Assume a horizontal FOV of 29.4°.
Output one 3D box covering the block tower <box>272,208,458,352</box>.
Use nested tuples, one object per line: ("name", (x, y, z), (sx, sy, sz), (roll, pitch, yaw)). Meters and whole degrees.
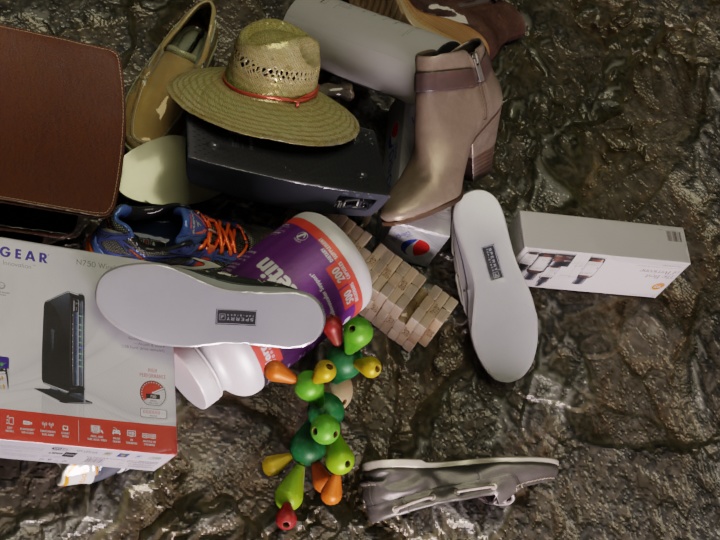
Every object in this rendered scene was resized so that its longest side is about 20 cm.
("block tower", (0.000, 0.000, 1.399), (0.200, 0.058, 0.054), (36, 54, 4))

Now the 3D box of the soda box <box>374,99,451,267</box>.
("soda box", (0.062, -0.108, 1.481), (0.063, 0.068, 0.201), (15, 56, -13))

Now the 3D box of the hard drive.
("hard drive", (-0.077, -0.111, 1.344), (0.199, 0.042, 0.135), (10, 35, -16))

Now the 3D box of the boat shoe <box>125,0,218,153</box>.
("boat shoe", (-0.197, -0.205, 1.432), (0.071, 0.076, 0.201), (20, 56, -9))

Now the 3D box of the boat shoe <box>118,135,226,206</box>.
("boat shoe", (-0.161, -0.103, 1.396), (0.201, 0.063, 0.074), (-18, 85, -30))

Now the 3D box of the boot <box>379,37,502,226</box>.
("boot", (0.075, -0.146, 1.378), (0.070, 0.147, 0.200), (8, 28, 35))

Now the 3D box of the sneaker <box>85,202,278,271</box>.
("sneaker", (-0.163, -0.026, 1.337), (0.199, 0.079, 0.076), (0, 61, -21))

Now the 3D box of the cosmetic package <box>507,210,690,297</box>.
("cosmetic package", (0.249, -0.015, 1.490), (0.199, 0.083, 0.051), (5, 61, -18))

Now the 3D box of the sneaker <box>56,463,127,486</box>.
("sneaker", (-0.274, 0.097, 1.220), (0.079, 0.078, 0.201), (-20, 71, -36))

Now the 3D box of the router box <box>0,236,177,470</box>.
("router box", (-0.258, 0.070, 1.163), (0.199, 0.049, 0.180), (9, 62, -30))

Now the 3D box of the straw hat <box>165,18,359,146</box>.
("straw hat", (-0.085, -0.200, 1.354), (0.200, 0.085, 0.201), (13, 25, -6))

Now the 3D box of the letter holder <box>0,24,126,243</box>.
("letter holder", (-0.305, -0.120, 1.327), (0.141, 0.101, 0.201), (8, 58, -19))

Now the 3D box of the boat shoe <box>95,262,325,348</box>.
("boat shoe", (-0.131, 0.033, 1.195), (0.199, 0.057, 0.069), (9, 96, -12))

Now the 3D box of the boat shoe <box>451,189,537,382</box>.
("boat shoe", (0.133, 0.017, 1.433), (0.072, 0.066, 0.201), (-17, 87, -5))

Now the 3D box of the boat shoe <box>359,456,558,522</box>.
("boat shoe", (0.096, 0.209, 1.311), (0.199, 0.067, 0.057), (1, 76, -16))

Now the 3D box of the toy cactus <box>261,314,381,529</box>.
("toy cactus", (-0.041, 0.124, 1.269), (0.102, 0.201, 0.165), (11, 15, 0))

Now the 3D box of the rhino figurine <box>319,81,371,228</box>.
("rhino figurine", (-0.032, -0.124, 1.455), (0.087, 0.060, 0.201), (-9, 60, -23))

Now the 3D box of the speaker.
("speaker", (0.013, -0.237, 1.479), (0.199, 0.081, 0.081), (25, 49, 30))

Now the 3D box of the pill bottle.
("pill bottle", (-0.092, 0.040, 1.293), (0.200, 0.113, 0.113), (-38, 79, -23))

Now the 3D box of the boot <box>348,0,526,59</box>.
("boot", (0.087, -0.316, 1.631), (0.200, 0.072, 0.166), (43, 43, 9))
